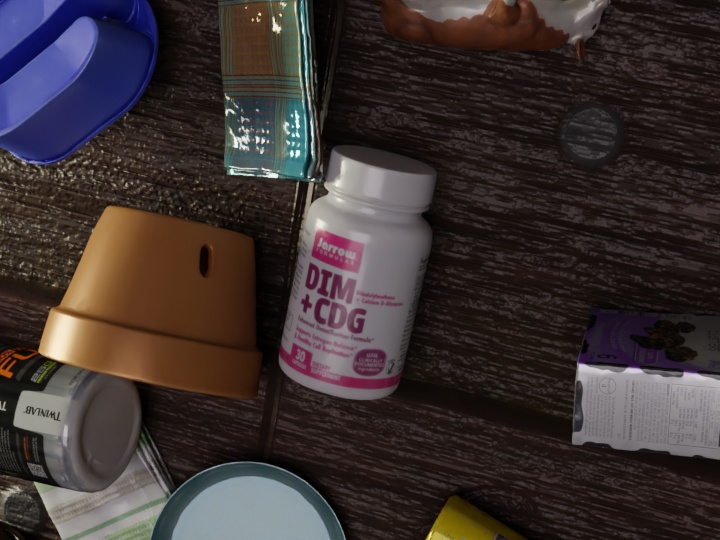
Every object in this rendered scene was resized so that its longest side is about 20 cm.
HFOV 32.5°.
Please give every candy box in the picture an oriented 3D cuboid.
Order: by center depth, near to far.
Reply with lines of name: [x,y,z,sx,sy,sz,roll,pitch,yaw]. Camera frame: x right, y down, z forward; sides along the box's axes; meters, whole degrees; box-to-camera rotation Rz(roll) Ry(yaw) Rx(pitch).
candy box: [0.278,0.089,0.992,0.197,0.168,0.072,4,104,14]

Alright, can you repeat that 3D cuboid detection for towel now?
towel: [-0.084,-0.179,1.073,0.146,0.022,0.203,10,106,53]
towel: [-0.244,0.255,1.243,0.148,0.031,0.202,-26,93,18]

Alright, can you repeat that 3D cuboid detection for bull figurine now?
bull figurine: [0.101,-0.221,1.012,0.198,0.122,0.066,3,66,22]

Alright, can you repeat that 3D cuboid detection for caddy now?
caddy: [-0.276,-0.187,1.126,0.199,0.105,0.142,-32,68,19]

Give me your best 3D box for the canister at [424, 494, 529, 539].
canister: [0.134,0.315,1.122,0.199,0.087,0.150,30,107,9]

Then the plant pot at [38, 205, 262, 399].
plant pot: [-0.175,0.025,1.105,0.198,0.200,0.142,11,87,13]

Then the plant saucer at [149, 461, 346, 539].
plant saucer: [-0.107,0.283,1.195,0.197,0.027,0.203,0,93,5]

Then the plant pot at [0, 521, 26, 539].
plant pot: [-0.426,0.359,1.240,0.198,0.200,0.200,22,98,10]

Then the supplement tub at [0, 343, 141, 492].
supplement tub: [-0.321,0.137,1.184,0.198,0.122,0.124,7,103,23]

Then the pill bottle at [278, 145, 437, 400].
pill bottle: [0.000,0.000,1.080,0.112,0.113,0.202,15,104,12]
